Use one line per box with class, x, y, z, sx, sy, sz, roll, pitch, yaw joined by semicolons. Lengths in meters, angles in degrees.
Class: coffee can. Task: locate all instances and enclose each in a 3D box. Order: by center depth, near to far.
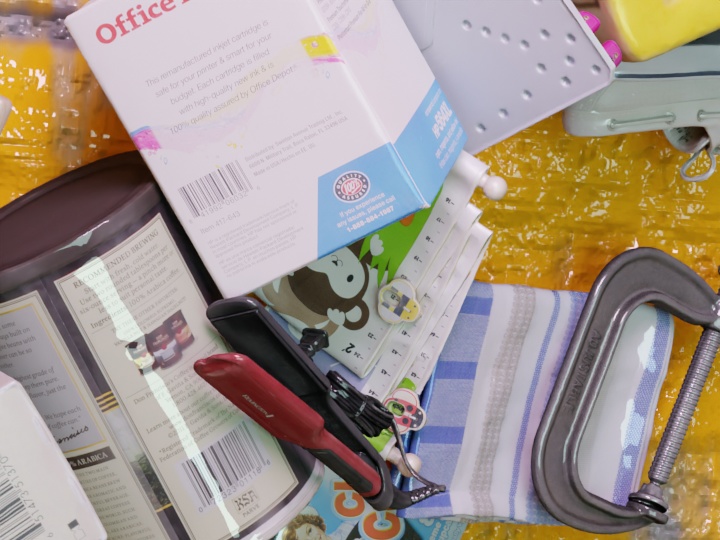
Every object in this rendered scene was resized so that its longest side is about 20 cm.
coffee can;-0.127;0.056;1.585;0.146;0.146;0.201;-32;108;-17

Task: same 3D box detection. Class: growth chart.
growth chart;0.000;0.000;1.640;0.144;0.018;0.201;24;109;16

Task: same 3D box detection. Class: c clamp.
c clamp;0.183;0.075;1.749;0.171;0.027;0.201;35;77;-39

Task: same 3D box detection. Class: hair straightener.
hair straightener;-0.014;0.066;1.573;0.200;0.041;0.077;38;48;-38

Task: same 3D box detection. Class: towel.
towel;0.105;0.083;1.720;0.200;0.024;0.147;8;97;-42

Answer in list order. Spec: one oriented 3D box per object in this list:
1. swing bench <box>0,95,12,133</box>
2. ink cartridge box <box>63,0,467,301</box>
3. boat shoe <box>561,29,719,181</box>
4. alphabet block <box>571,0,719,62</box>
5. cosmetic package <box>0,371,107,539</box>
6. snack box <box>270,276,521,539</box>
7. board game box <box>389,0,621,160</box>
swing bench;-0.278;-0.004;1.483;0.129;0.199;0.201;6;95;-24
ink cartridge box;-0.052;-0.112;1.539;0.128;0.125;0.200;-24;102;21
boat shoe;0.203;-0.098;1.739;0.201;0.075;0.086;-5;110;-36
alphabet block;0.156;-0.243;1.639;0.195;0.200;0.197;-26;106;-18
cosmetic package;-0.218;0.104;1.522;0.087;0.200;0.104;-34;107;-15
snack box;0.024;0.096;1.713;0.116;0.037;0.201;25;86;-26
board game box;0.021;-0.155;1.590;0.200;0.200;0.026;55;45;-9
